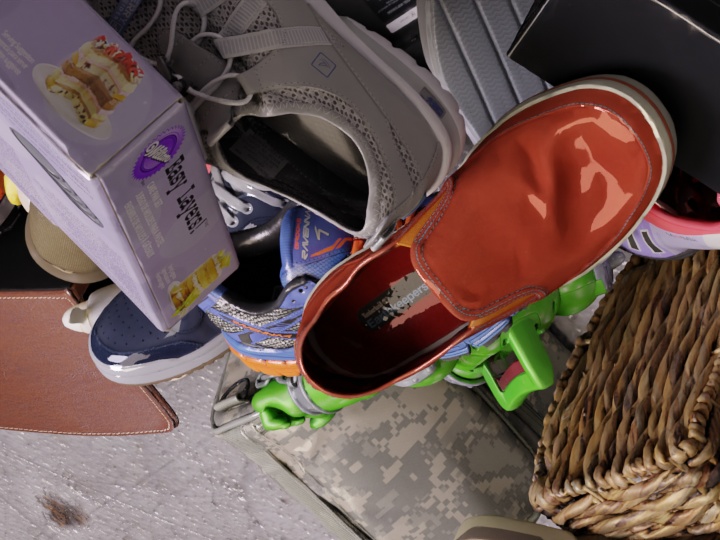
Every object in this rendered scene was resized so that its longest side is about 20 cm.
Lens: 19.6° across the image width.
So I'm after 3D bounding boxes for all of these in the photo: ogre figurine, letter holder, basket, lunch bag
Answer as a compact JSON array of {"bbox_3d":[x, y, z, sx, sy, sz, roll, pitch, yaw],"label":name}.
[{"bbox_3d":[0.052,0.024,1.054,0.199,0.099,0.120,-3,173,-26],"label":"ogre figurine"},{"bbox_3d":[-0.197,0.025,1.318,0.199,0.101,0.142,-1,136,36],"label":"letter holder"},{"bbox_3d":[0.188,0.079,1.027,0.149,0.200,0.143,41,142,-17],"label":"basket"},{"bbox_3d":[0.019,0.085,1.181,0.200,0.168,0.139,45,142,-22],"label":"lunch bag"}]

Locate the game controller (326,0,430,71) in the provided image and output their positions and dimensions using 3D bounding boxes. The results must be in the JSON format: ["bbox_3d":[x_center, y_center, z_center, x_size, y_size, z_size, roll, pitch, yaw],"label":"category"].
[{"bbox_3d":[0.023,-0.137,1.029,0.200,0.042,0.105,-26,103,49],"label":"game controller"}]

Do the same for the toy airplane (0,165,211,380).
[{"bbox_3d":[-0.125,-0.060,1.125,0.200,0.141,0.199,45,123,4],"label":"toy airplane"}]

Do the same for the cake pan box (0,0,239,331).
[{"bbox_3d":[-0.139,-0.081,0.831,0.200,0.052,0.184,44,167,17],"label":"cake pan box"}]

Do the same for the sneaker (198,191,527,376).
[{"bbox_3d":[0.000,0.000,0.948,0.199,0.076,0.078,-18,145,34],"label":"sneaker"}]

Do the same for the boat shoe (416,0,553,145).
[{"bbox_3d":[0.068,-0.088,0.959,0.072,0.062,0.201,-20,122,-2],"label":"boat shoe"}]

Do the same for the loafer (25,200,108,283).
[{"bbox_3d":[-0.106,-0.090,1.035,0.076,0.201,0.067,20,169,-8],"label":"loafer"}]

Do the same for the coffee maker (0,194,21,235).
[{"bbox_3d":[-0.313,-0.104,1.239,0.192,0.135,0.201,28,151,44],"label":"coffee maker"}]

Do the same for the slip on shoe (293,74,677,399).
[{"bbox_3d":[0.048,-0.007,0.861,0.200,0.061,0.074,-36,100,28],"label":"slip on shoe"}]

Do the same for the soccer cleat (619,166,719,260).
[{"bbox_3d":[0.150,-0.040,0.976,0.073,0.069,0.200,12,179,-24],"label":"soccer cleat"}]

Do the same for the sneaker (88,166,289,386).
[{"bbox_3d":[-0.066,-0.029,1.041,0.070,0.199,0.109,56,179,39],"label":"sneaker"}]

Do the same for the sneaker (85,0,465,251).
[{"bbox_3d":[-0.051,-0.083,0.809,0.199,0.082,0.075,31,130,-3],"label":"sneaker"}]

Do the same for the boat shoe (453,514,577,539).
[{"bbox_3d":[0.121,0.165,0.949,0.199,0.069,0.075,2,135,34],"label":"boat shoe"}]

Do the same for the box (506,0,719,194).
[{"bbox_3d":[0.181,-0.099,0.868,0.199,0.141,0.079,33,145,-4],"label":"box"}]
